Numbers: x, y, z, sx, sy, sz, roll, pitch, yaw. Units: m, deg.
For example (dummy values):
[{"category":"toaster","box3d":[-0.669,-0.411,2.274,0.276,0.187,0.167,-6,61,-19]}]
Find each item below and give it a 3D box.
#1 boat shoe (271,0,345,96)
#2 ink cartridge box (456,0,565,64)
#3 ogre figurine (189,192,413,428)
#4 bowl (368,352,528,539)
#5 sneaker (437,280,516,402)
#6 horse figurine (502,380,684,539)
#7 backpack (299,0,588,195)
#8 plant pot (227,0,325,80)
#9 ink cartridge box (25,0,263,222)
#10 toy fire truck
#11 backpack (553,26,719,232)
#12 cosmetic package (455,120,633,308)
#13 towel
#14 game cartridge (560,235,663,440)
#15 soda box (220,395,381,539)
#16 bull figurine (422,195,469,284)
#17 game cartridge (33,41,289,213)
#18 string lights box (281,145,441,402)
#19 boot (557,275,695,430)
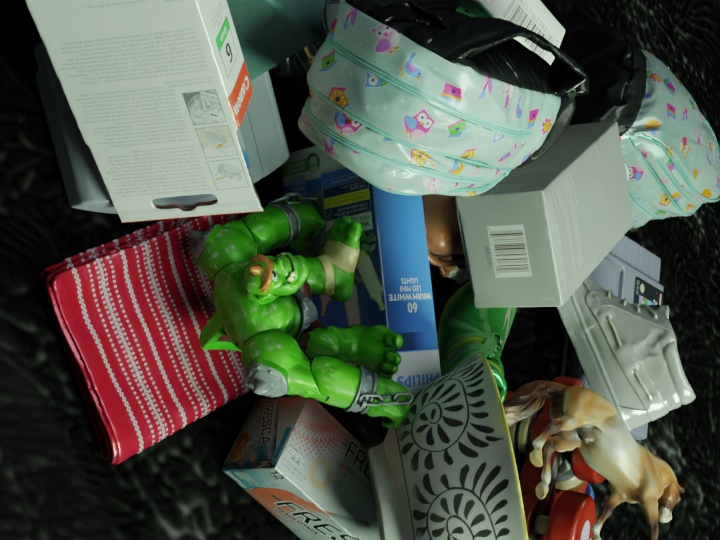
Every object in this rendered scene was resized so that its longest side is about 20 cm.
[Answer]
[{"category":"boat shoe","box3d":[-0.008,-0.150,1.086,0.071,0.091,0.200,-59,138,-35]},{"category":"ink cartridge box","box3d":[0.047,-0.226,1.079,0.161,0.200,0.050,40,73,-34]},{"category":"ogre figurine","box3d":[-0.047,0.028,0.953,0.120,0.098,0.201,-3,71,-35]},{"category":"bowl","box3d":[0.058,0.165,0.964,0.094,0.201,0.201,-9,89,-3]},{"category":"sneaker","box3d":[0.098,0.086,1.142,0.074,0.083,0.200,50,52,-31]},{"category":"horse figurine","box3d":[0.190,0.152,1.074,0.200,0.050,0.133,43,43,-9]},{"category":"backpack","box3d":[0.049,-0.124,0.923,0.200,0.167,0.127,-10,124,-63]},{"category":"plant pot","box3d":[-0.122,-0.227,0.908,0.200,0.141,0.142,34,49,-34]},{"category":"ink cartridge box","box3d":[-0.131,-0.125,0.850,0.050,0.109,0.200,-78,159,-47]},{"category":"toy fire truck","box3d":[0.167,0.206,1.192,0.200,0.112,0.168,-67,151,-29]},{"category":"backpack","box3d":[0.277,-0.129,1.340,0.200,0.126,0.167,44,50,-35]},{"category":"cosmetic package","box3d":[0.166,-0.052,1.160,0.200,0.090,0.107,-39,121,-57]},{"category":"towel","box3d":[-0.130,0.036,0.961,0.200,0.022,0.145,-27,103,-45]},{"category":"game cartridge","box3d":[0.258,0.060,1.352,0.129,0.038,0.201,24,66,-37]},{"category":"soda box","box3d":[-0.013,0.180,1.026,0.200,0.063,0.068,46,53,-29]},{"category":"bull figurine","box3d":[0.091,-0.087,1.181,0.121,0.065,0.200,36,63,-43]},{"category":"game cartridge","box3d":[-0.137,-0.112,0.974,0.200,0.040,0.134,-20,101,-46]},{"category":"string lights box","box3d":[0.000,0.000,1.044,0.059,0.103,0.201,-1,83,-46]},{"category":"boot","box3d":[0.244,0.049,1.254,0.074,0.095,0.200,39,29,-69]}]
